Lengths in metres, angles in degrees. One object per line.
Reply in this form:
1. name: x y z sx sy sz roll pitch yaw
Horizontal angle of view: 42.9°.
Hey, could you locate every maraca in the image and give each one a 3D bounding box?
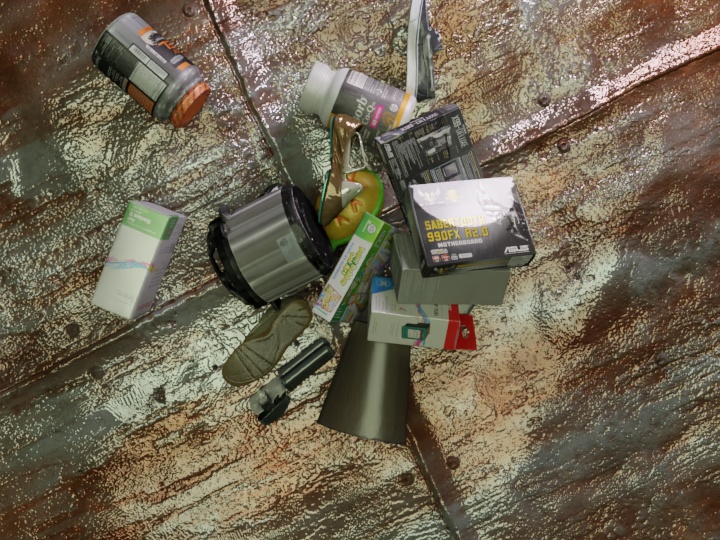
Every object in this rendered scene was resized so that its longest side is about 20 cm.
1. maraca: -0.037 -0.102 1.696 0.200 0.137 0.107 -44 136 11

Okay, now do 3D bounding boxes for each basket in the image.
1. basket: 0.020 0.202 1.707 0.179 0.136 0.202 10 88 24

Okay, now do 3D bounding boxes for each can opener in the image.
1. can opener: -0.130 0.209 1.752 0.200 0.053 0.066 -42 127 4

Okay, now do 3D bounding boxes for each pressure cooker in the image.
1. pressure cooker: -0.166 -0.038 1.598 0.199 0.179 0.177 -26 64 10

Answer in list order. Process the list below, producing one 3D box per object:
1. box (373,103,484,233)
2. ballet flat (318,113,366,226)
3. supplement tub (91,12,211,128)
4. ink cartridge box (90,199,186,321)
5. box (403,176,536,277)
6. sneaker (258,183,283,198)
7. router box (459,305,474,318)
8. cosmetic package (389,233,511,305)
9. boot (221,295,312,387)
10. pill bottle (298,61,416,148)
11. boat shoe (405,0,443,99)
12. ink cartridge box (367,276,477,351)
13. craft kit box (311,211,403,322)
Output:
1. box: 0.133 -0.174 1.641 0.156 0.050 0.202 -26 112 -5
2. ballet flat: -0.027 -0.175 1.613 0.071 0.068 0.202 7 84 8
3. supplement tub: -0.378 -0.360 1.670 0.200 0.123 0.123 41 92 -3
4. ink cartridge box: -0.405 -0.021 1.680 0.087 0.145 0.202 21 94 -1
5. box: 0.187 -0.077 1.583 0.198 0.048 0.160 -5 65 -13
6. sneaker: -0.180 -0.066 1.725 0.079 0.074 0.202 22 99 -13
7. router box: 0.162 0.002 1.733 0.156 0.052 0.201 32 93 -3
8. cosmetic package: 0.158 -0.002 1.630 0.198 0.107 0.091 -2 129 -9
9. boot: -0.173 0.126 1.686 0.200 0.155 0.072 -44 100 -4
10. pill bottle: -0.006 -0.301 1.681 0.198 0.116 0.117 22 93 -2
11. boat shoe: 0.120 -0.419 1.697 0.067 0.072 0.203 2 96 1
12. ink cartridge box: 0.113 0.078 1.645 0.198 0.117 0.068 6 122 -2
13. craft kit box: 0.000 0.000 1.658 0.048 0.200 0.199 27 93 13
